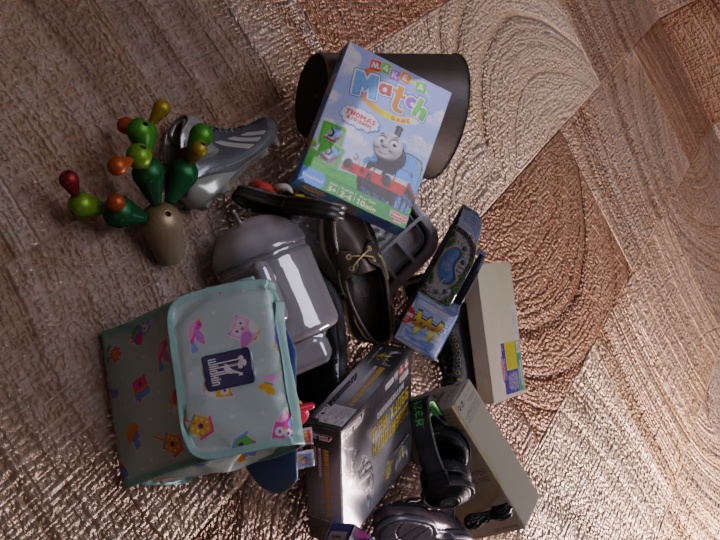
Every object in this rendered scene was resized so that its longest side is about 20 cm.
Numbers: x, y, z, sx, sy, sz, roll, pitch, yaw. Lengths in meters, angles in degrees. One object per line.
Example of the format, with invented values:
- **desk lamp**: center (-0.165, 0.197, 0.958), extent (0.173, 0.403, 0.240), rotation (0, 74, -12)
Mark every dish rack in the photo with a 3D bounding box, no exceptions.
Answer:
- **dish rack**: center (-0.010, -0.056, 1.452), extent (0.172, 0.044, 0.200), rotation (-43, 113, -12)

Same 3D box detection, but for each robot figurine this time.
- **robot figurine**: center (-0.099, 0.022, 1.278), extent (0.170, 0.113, 0.200), rotation (155, -87, -87)

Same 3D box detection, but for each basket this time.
- **basket**: center (0.024, -0.219, 1.501), extent (0.200, 0.181, 0.136), rotation (5, 26, -25)

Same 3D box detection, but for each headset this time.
- **headset**: center (0.119, 0.243, 1.383), extent (0.124, 0.094, 0.200), rotation (-86, 156, -61)

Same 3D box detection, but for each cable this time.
- **cable**: center (-0.083, -0.087, 1.284), extent (0.097, 0.200, 0.050), rotation (21, 81, -22)

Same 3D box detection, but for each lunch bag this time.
- **lunch bag**: center (-0.146, 0.111, 1.085), extent (0.122, 0.200, 0.171), rotation (10, 65, -52)

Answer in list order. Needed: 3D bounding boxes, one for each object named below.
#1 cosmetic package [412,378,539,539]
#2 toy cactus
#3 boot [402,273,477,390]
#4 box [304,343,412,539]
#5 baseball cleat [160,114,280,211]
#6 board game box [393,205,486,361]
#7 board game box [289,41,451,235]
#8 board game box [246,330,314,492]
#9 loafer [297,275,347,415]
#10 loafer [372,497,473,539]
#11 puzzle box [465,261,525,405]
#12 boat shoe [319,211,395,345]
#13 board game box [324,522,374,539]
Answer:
- **cosmetic package**: center (0.142, 0.255, 1.489), extent (0.200, 0.103, 0.073), rotation (58, 35, -11)
- **toy cactus**: center (-0.231, -0.083, 1.187), extent (0.200, 0.102, 0.165), rotation (-47, 134, -48)
- **boot**: center (0.124, 0.109, 1.578), extent (0.200, 0.077, 0.138), rotation (41, 47, -32)
- **box**: center (0.002, 0.200, 1.312), extent (0.200, 0.048, 0.159), rotation (-41, 135, -55)
- **baseball cleat**: center (-0.166, -0.155, 1.326), extent (0.106, 0.070, 0.200), rotation (55, 35, -18)
- **board game box**: center (0.103, 0.030, 1.429), extent (0.062, 0.200, 0.200), rotation (29, 16, 0)
- **board game box**: center (0.015, -0.165, 1.393), extent (0.151, 0.037, 0.200), rotation (24, 71, -14)
- **board game box**: center (-0.087, 0.128, 1.164), extent (0.039, 0.158, 0.200), rotation (-5, 101, -30)
- **loafer**: center (-0.040, 0.097, 1.358), extent (0.072, 0.073, 0.200), rotation (27, 52, -50)
- **loafer**: center (0.070, 0.315, 1.400), extent (0.200, 0.072, 0.063), rotation (32, 29, -50)
- **puzzle box**: center (0.194, 0.088, 1.614), extent (0.133, 0.025, 0.200), rotation (-2, 85, -62)
- **boat shoe**: center (0.000, 0.000, 1.408), extent (0.072, 0.060, 0.200), rotation (-17, 104, -19)
- **board game box**: center (0.006, 0.414, 1.222), extent (0.199, 0.043, 0.200), rotation (45, 55, -31)
